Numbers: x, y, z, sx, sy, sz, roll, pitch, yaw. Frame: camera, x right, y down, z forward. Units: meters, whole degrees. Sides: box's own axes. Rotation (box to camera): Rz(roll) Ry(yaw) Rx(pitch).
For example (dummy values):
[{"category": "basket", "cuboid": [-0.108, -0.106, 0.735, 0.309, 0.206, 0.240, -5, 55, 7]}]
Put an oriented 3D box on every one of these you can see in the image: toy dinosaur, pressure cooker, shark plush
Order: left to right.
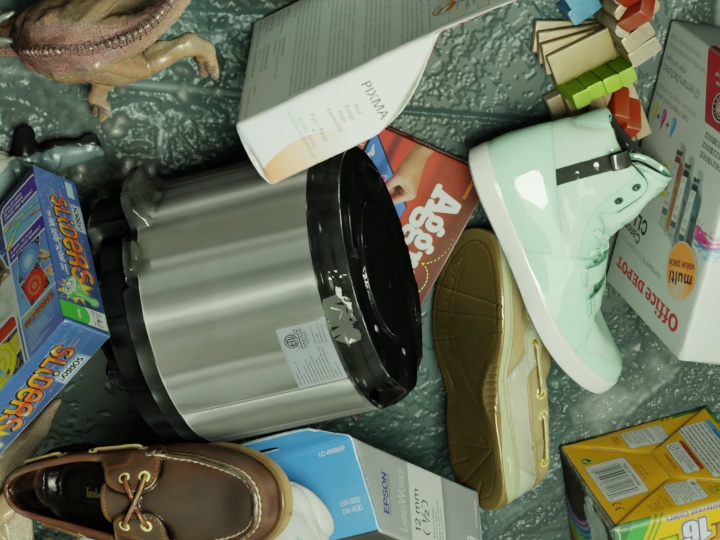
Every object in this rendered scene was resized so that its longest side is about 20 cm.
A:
[{"category": "shark plush", "cuboid": [-0.264, -0.042, 1.177, 0.200, 0.091, 0.083, -38, 139, -19]}, {"category": "toy dinosaur", "cuboid": [-0.260, 0.183, 1.252, 0.135, 0.086, 0.200, 10, 96, 19]}, {"category": "toy dinosaur", "cuboid": [-0.173, -0.136, 1.085, 0.135, 0.200, 0.086, -12, 93, -49]}, {"category": "pressure cooker", "cuboid": [-0.077, 0.017, 1.157, 0.200, 0.179, 0.176, -14, 79, 15]}]

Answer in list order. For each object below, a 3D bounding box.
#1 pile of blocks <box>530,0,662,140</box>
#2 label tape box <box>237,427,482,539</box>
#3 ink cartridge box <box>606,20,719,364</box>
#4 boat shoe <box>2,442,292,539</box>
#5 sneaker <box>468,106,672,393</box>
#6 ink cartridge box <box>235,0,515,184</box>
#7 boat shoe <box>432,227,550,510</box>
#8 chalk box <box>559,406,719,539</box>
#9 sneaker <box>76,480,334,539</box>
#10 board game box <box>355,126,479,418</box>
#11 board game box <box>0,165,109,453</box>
[{"category": "pile of blocks", "cuboid": [0.162, -0.165, 1.213, 0.082, 0.062, 0.200, -4, 114, -13]}, {"category": "label tape box", "cuboid": [-0.029, 0.169, 1.233, 0.143, 0.066, 0.200, -18, 153, 30]}, {"category": "ink cartridge box", "cuboid": [0.276, -0.048, 1.246, 0.144, 0.145, 0.200, 4, 111, -16]}, {"category": "boat shoe", "cuboid": [-0.134, 0.141, 1.120, 0.070, 0.200, 0.071, 1, 86, -52]}, {"category": "sneaker", "cuboid": [0.164, -0.013, 1.232, 0.118, 0.074, 0.201, -21, 113, 16]}, {"category": "ink cartridge box", "cuboid": [0.025, -0.143, 1.109, 0.200, 0.162, 0.050, -21, 118, 13]}, {"category": "boat shoe", "cuboid": [0.098, 0.065, 1.297, 0.066, 0.074, 0.200, -12, 107, -40]}, {"category": "chalk box", "cuboid": [0.235, 0.227, 1.370, 0.124, 0.125, 0.200, -15, 117, -7]}, {"category": "sneaker", "cuboid": [-0.117, 0.185, 1.175, 0.200, 0.080, 0.071, -15, 116, 31]}, {"category": "board game box", "cuboid": [0.000, 0.000, 1.267, 0.103, 0.019, 0.200, 21, 106, -23]}, {"category": "board game box", "cuboid": [-0.236, 0.050, 1.134, 0.034, 0.136, 0.200, 24, 123, -38]}]
